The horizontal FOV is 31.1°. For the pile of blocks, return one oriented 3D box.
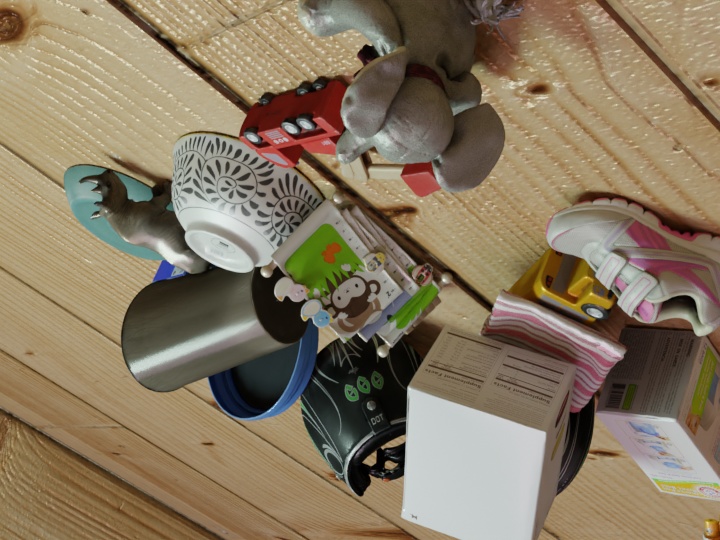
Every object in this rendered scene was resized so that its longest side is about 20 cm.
[{"bbox_3d":[0.000,0.000,1.509,0.198,0.083,0.062,28,179,-26],"label":"pile of blocks"}]

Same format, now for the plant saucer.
[{"bbox_3d":[-0.310,-0.066,1.713,0.198,0.036,0.201,21,156,9],"label":"plant saucer"}]

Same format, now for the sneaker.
[{"bbox_3d":[0.266,-0.001,1.220,0.197,0.089,0.082,18,157,14],"label":"sneaker"}]

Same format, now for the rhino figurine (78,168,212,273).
[{"bbox_3d":[-0.257,-0.065,1.594,0.198,0.088,0.060,27,157,-8],"label":"rhino figurine"}]

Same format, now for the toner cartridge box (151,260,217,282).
[{"bbox_3d":[-0.189,0.047,1.828,0.199,0.044,0.094,37,155,-28],"label":"toner cartridge box"}]

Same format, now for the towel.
[{"bbox_3d":[0.197,0.093,1.401,0.145,0.030,0.200,23,157,5],"label":"towel"}]

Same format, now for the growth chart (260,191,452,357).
[{"bbox_3d":[-0.006,0.009,1.463,0.199,0.145,0.018,37,179,-25],"label":"growth chart"}]

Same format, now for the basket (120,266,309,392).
[{"bbox_3d":[-0.172,0.058,1.618,0.198,0.180,0.137,-17,106,33],"label":"basket"}]

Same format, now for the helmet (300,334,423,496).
[{"bbox_3d":[0.012,0.174,1.700,0.200,0.199,0.192,54,-174,-50],"label":"helmet"}]

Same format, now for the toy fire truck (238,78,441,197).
[{"bbox_3d":[-0.015,-0.125,1.280,0.141,0.049,0.199,38,153,-31],"label":"toy fire truck"}]

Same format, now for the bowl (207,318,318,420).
[{"bbox_3d":[-0.128,0.096,1.690,0.039,0.204,0.199,13,170,-42],"label":"bowl"}]

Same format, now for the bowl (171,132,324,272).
[{"bbox_3d":[-0.145,-0.061,1.488,0.198,0.095,0.201,21,156,9],"label":"bowl"}]

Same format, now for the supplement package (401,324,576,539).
[{"bbox_3d":[0.137,0.189,1.402,0.154,0.111,0.202,16,131,19],"label":"supplement package"}]

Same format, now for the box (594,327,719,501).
[{"bbox_3d":[0.360,0.164,1.453,0.100,0.114,0.200,2,147,40],"label":"box"}]

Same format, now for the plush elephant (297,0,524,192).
[{"bbox_3d":[0.036,-0.145,1.048,0.164,0.156,0.199,37,154,-29],"label":"plush elephant"}]

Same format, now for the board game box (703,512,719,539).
[{"bbox_3d":[0.521,0.281,1.450,0.199,0.198,0.026,12,117,51],"label":"board game box"}]

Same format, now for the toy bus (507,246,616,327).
[{"bbox_3d":[0.211,0.026,1.366,0.078,0.066,0.200,26,158,-2],"label":"toy bus"}]

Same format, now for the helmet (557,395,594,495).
[{"bbox_3d":[0.190,0.193,1.578,0.198,0.193,0.201,20,156,9],"label":"helmet"}]
